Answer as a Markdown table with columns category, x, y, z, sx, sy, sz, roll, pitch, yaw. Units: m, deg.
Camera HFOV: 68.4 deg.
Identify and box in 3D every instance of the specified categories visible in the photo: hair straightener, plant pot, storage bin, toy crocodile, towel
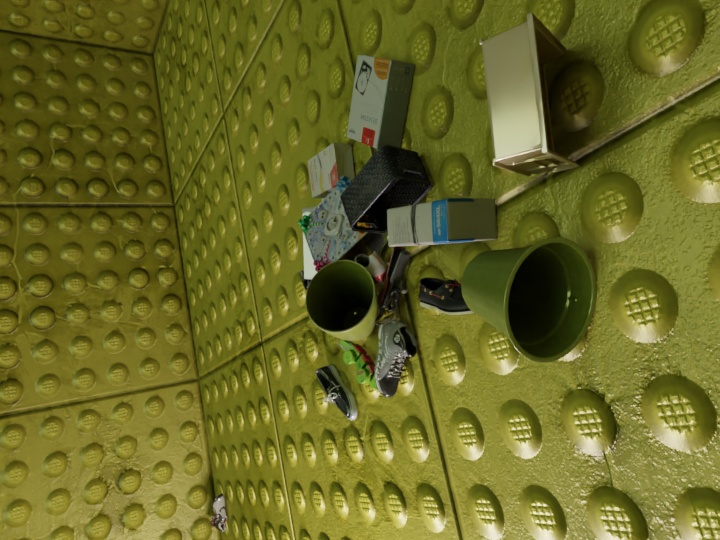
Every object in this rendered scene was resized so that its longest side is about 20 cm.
| category | x | y | z | sx | sy | sz | roll | pitch | yaw |
| --- | --- | --- | --- | --- | --- | --- | --- | --- | --- |
| hair straightener | 0.081 | 0.045 | 1.316 | 0.077 | 0.040 | 0.206 | 34 | 107 | 56 |
| plant pot | 0.277 | 0.036 | 0.947 | 0.189 | 0.193 | 0.208 | -161 | 70 | -65 |
| storage bin | 0.286 | -0.273 | 0.875 | 0.091 | 0.196 | 0.208 | -8 | 87 | 38 |
| plant pot | -0.027 | 0.106 | 1.384 | 0.191 | 0.183 | 0.201 | 62 | -179 | 30 |
| toy crocodile | 0.007 | 0.256 | 1.469 | 0.063 | 0.066 | 0.201 | -56 | 48 | 17 |
| storage bin | 0.057 | -0.188 | 1.261 | 0.200 | 0.132 | 0.096 | -45 | 56 | 40 |
| towel | 0.033 | -0.142 | 1.423 | 0.145 | 0.022 | 0.204 | -57 | 48 | 44 |

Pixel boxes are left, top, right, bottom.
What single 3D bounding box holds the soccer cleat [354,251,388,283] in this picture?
| category | x | y | z | sx | sy | sz | roll | pitch | yaw |
| --- | --- | --- | --- | --- | --- | --- | --- | --- | --- |
| soccer cleat | 0.000 | 0.000 | 1.429 | 0.197 | 0.069 | 0.086 | -16 | 113 | 53 |

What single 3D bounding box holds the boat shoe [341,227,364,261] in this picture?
| category | x | y | z | sx | sy | sz | roll | pitch | yaw |
| --- | --- | --- | --- | --- | --- | --- | --- | --- | --- |
| boat shoe | -0.026 | -0.064 | 1.473 | 0.202 | 0.068 | 0.072 | 116 | 156 | -54 |

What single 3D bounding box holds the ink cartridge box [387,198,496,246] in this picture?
| category | x | y | z | sx | sy | sz | roll | pitch | yaw |
| --- | --- | --- | --- | --- | --- | --- | --- | --- | --- |
| ink cartridge box | 0.166 | -0.099 | 1.114 | 0.197 | 0.142 | 0.088 | 1 | 96 | 56 |

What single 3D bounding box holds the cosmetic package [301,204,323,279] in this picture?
| category | x | y | z | sx | sy | sz | roll | pitch | yaw |
| --- | --- | --- | --- | --- | --- | --- | --- | --- | --- |
| cosmetic package | -0.111 | -0.078 | 1.547 | 0.082 | 0.107 | 0.208 | -5 | 87 | 24 |

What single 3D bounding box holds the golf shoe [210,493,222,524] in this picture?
| category | x | y | z | sx | sy | sz | roll | pitch | yaw |
| --- | --- | --- | --- | --- | --- | --- | --- | --- | --- |
| golf shoe | -0.700 | 1.217 | 2.667 | 0.086 | 0.076 | 0.207 | 23 | 116 | 31 |

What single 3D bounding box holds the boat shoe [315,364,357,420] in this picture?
| category | x | y | z | sx | sy | sz | roll | pitch | yaw |
| --- | --- | --- | --- | --- | --- | --- | --- | --- | --- |
| boat shoe | -0.077 | 0.371 | 1.606 | 0.202 | 0.066 | 0.075 | 58 | 137 | 35 |

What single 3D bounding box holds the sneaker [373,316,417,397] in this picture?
| category | x | y | z | sx | sy | sz | roll | pitch | yaw |
| --- | --- | --- | --- | --- | --- | --- | --- | --- | --- |
| sneaker | 0.093 | 0.226 | 1.329 | 0.114 | 0.073 | 0.208 | 4 | 96 | 54 |

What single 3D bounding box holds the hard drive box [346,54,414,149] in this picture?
| category | x | y | z | sx | sy | sz | roll | pitch | yaw |
| --- | --- | --- | --- | --- | --- | --- | --- | --- | --- |
| hard drive box | 0.046 | -0.421 | 1.325 | 0.155 | 0.075 | 0.207 | 34 | 121 | 50 |

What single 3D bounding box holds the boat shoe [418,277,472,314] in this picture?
| category | x | y | z | sx | sy | sz | roll | pitch | yaw |
| --- | --- | --- | --- | --- | --- | --- | --- | --- | --- |
| boat shoe | 0.193 | 0.054 | 1.153 | 0.199 | 0.072 | 0.066 | 12 | 111 | 60 |

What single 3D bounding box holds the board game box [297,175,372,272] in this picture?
| category | x | y | z | sx | sy | sz | roll | pitch | yaw |
| --- | --- | --- | --- | --- | --- | --- | --- | --- | --- |
| board game box | -0.076 | -0.125 | 1.418 | 0.199 | 0.026 | 0.203 | -41 | 51 | 20 |

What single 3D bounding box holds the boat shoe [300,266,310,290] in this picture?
| category | x | y | z | sx | sy | sz | roll | pitch | yaw |
| --- | --- | --- | --- | --- | --- | --- | --- | --- | --- |
| boat shoe | -0.122 | 0.071 | 1.620 | 0.075 | 0.090 | 0.205 | -50 | 53 | 46 |

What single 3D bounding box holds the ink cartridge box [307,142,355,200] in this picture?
| category | x | y | z | sx | sy | sz | roll | pitch | yaw |
| --- | --- | --- | --- | --- | --- | --- | --- | --- | --- |
| ink cartridge box | -0.097 | -0.285 | 1.565 | 0.198 | 0.066 | 0.121 | -16 | 80 | 56 |
